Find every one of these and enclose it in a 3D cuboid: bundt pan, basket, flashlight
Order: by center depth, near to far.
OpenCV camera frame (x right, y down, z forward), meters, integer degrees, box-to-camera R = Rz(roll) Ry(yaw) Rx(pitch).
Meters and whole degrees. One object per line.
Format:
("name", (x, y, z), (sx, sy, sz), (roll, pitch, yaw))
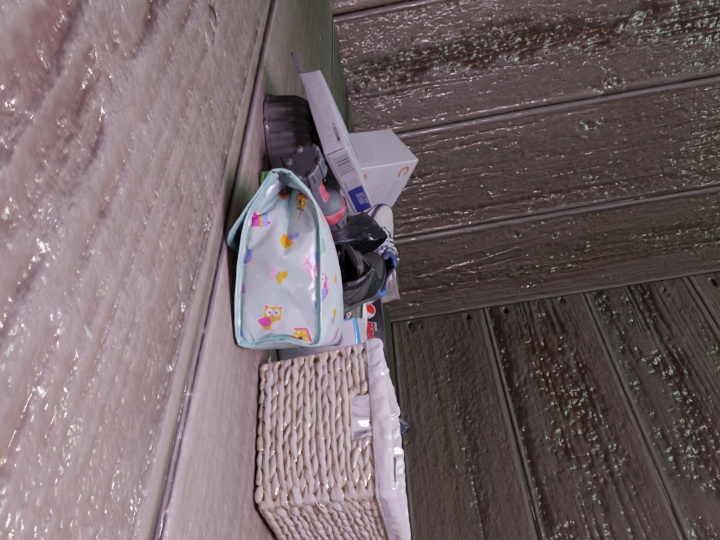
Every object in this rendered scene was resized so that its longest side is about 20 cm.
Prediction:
("basket", (-0.027, 0.227, 0.859), (0.202, 0.156, 0.202), (74, 8, -49))
("flashlight", (-0.062, -0.124, 1.071), (0.201, 0.066, 0.069), (71, 5, -68))
("bundt pan", (-0.103, -0.202, 1.190), (0.202, 0.074, 0.208), (-10, 90, -85))

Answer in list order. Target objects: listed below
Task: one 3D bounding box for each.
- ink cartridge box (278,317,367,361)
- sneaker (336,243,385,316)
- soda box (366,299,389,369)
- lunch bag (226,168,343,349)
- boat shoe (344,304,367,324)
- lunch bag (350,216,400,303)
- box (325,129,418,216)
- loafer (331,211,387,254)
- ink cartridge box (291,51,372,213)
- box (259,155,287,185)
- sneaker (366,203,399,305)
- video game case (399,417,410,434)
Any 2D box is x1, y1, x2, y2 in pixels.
("ink cartridge box", (-0.048, 0.112, 1.055), (0.200, 0.113, 0.070), (33, 49, -83))
("sneaker", (0.000, 0.000, 1.185), (0.198, 0.076, 0.115), (-33, 158, -51))
("soda box", (0.017, 0.127, 1.369), (0.071, 0.061, 0.204), (89, -3, -59))
("lunch bag", (-0.084, -0.010, 0.842), (0.170, 0.118, 0.206), (36, 52, -82))
("boat shoe", (-0.026, 0.030, 1.299), (0.060, 0.071, 0.207), (5, 80, -44))
("lunch bag", (-0.007, -0.020, 1.483), (0.118, 0.159, 0.206), (12, 69, -88))
("box", (-0.004, -0.186, 1.354), (0.098, 0.197, 0.126), (50, -49, 23))
("loafer", (-0.031, -0.060, 1.231), (0.073, 0.073, 0.199), (55, 28, 12))
("ink cartridge box", (-0.042, -0.222, 1.133), (0.200, 0.040, 0.204), (58, 12, -67))
("box", (-0.110, -0.053, 1.023), (0.118, 0.047, 0.205), (72, 13, -62))
("sneaker", (0.043, -0.033, 1.350), (0.084, 0.076, 0.205), (-11, -116, 53))
("video game case", (0.003, 0.221, 1.242), (0.019, 0.198, 0.143), (-54, 168, -6))
